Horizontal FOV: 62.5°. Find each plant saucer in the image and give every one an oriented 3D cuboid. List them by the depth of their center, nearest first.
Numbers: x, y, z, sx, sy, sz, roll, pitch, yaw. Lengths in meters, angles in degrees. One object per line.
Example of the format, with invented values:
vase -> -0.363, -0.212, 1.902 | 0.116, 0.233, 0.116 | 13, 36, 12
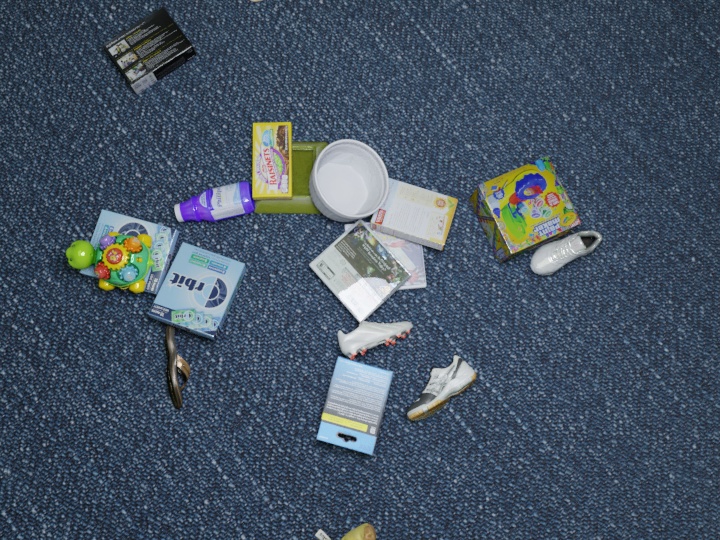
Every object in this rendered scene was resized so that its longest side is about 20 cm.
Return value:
plant saucer -> -0.185, -0.253, 1.553 | 0.197, 0.048, 0.202 | 0, 79, -2

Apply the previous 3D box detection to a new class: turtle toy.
turtle toy -> -0.596, -0.028, 1.420 | 0.197, 0.101, 0.148 | 5, 80, -1

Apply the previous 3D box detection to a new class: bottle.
bottle -> -0.372, -0.168, 1.516 | 0.197, 0.066, 0.084 | -12, 60, 0

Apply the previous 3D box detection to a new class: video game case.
video game case -> 0.000, 0.000, 1.504 | 0.182, 0.023, 0.200 | -42, 82, -8
video game case -> 0.064, -0.038, 1.535 | 0.197, 0.023, 0.185 | -5, 80, -4

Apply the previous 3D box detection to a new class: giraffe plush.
giraffe plush -> -0.018, 0.663, 1.325 | 0.198, 0.162, 0.174 | 26, 79, 2

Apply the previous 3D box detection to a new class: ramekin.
ramekin -> -0.038, -0.218, 1.500 | 0.198, 0.105, 0.203 | 5, 78, -22

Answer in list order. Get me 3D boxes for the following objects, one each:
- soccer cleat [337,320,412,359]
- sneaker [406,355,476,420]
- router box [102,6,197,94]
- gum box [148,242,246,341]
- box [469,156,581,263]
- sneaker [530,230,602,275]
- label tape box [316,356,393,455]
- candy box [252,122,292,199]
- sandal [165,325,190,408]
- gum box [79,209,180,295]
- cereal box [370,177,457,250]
soccer cleat -> 0.038, 0.152, 1.459 | 0.198, 0.069, 0.078 | -17, 69, -23
sneaker -> 0.187, 0.289, 1.463 | 0.199, 0.076, 0.088 | -33, 66, -10
router box -> -0.567, -0.594, 1.599 | 0.199, 0.051, 0.150 | -36, 81, -9
gum box -> -0.398, 0.050, 1.460 | 0.168, 0.045, 0.202 | 19, 67, 1
box -> 0.417, -0.153, 1.521 | 0.198, 0.122, 0.194 | -24, 81, -6
sneaker -> 0.527, -0.056, 1.518 | 0.198, 0.099, 0.078 | -28, 81, -7
label tape box -> -0.014, 0.326, 1.441 | 0.143, 0.063, 0.202 | 16, 78, 1
candy box -> -0.226, -0.281, 1.519 | 0.101, 0.026, 0.203 | -2, 79, 0
sandal -> -0.444, 0.232, 1.446 | 0.054, 0.082, 0.202 | -2, 71, -25
gum box -> -0.580, -0.045, 1.498 | 0.198, 0.045, 0.172 | 16, 79, 0
cereal box -> 0.138, -0.147, 1.530 | 0.198, 0.040, 0.145 | 18, 67, 7
